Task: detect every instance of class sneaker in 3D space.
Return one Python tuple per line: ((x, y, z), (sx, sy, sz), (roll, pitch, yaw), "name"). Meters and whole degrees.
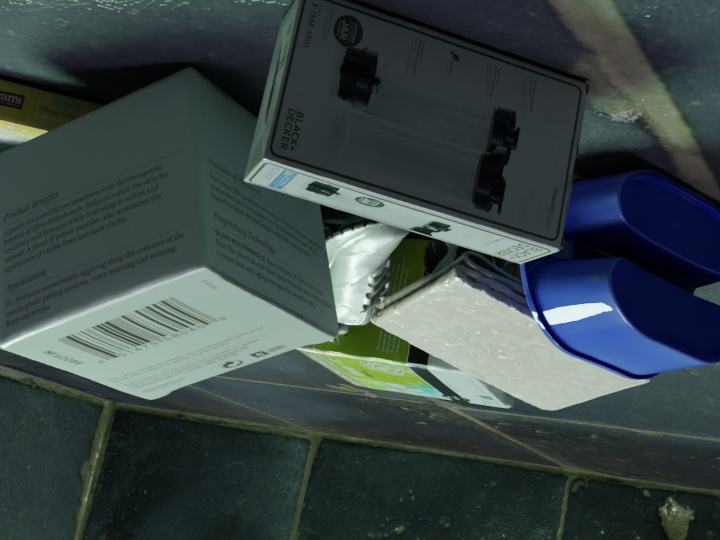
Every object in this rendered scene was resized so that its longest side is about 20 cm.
((0.000, 0.000, 1.097), (0.074, 0.087, 0.200), (-32, 174, -34), "sneaker")
((0.123, -0.030, 1.016), (0.089, 0.079, 0.200), (-11, 168, -18), "sneaker")

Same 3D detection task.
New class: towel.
((0.128, 0.059, 1.021), (0.199, 0.032, 0.191), (29, 157, -12), "towel")

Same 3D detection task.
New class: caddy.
((0.209, 0.005, 0.909), (0.199, 0.143, 0.105), (22, 160, -34), "caddy")

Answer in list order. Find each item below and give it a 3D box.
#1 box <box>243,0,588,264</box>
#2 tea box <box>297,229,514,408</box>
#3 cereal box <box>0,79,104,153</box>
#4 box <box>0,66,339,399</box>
((0.037, -0.087, 0.736), (0.198, 0.118, 0.060), (15, 166, -15), "box")
((0.062, 0.055, 1.245), (0.195, 0.135, 0.200), (7, 166, 21), "tea box")
((-0.257, -0.108, 1.059), (0.142, 0.040, 0.200), (13, 166, -3), "cereal box")
((-0.155, -0.019, 0.934), (0.197, 0.173, 0.200), (-20, 155, 22), "box")
